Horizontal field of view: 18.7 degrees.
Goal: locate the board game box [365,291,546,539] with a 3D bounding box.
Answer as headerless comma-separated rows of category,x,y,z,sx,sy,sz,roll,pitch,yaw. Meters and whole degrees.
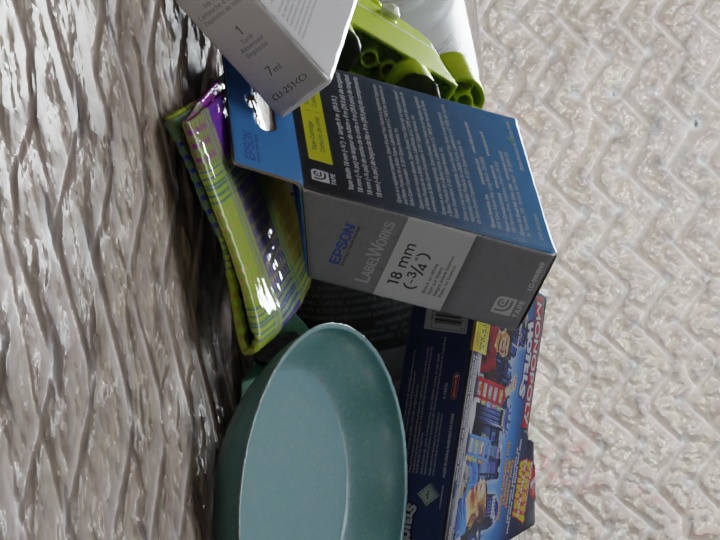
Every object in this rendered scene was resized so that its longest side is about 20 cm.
board game box,0.067,0.103,1.419,0.200,0.061,0.201,29,69,-69

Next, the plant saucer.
plant saucer,-0.032,0.129,1.238,0.200,0.036,0.201,-6,97,-63

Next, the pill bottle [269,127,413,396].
pill bottle,0.000,0.000,1.461,0.114,0.113,0.201,-72,155,-71

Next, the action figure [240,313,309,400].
action figure,-0.014,0.096,1.365,0.200,0.054,0.119,39,55,-59

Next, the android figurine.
android figurine,0.000,-0.159,1.464,0.041,0.181,0.200,-57,-164,15

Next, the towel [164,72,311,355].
towel,-0.067,-0.039,1.259,0.200,0.023,0.144,-67,139,-75

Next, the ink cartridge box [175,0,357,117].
ink cartridge box,-0.072,-0.206,1.282,0.176,0.045,0.200,49,25,-19

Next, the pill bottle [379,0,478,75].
pill bottle,0.033,-0.216,1.858,0.200,0.114,0.115,72,14,-55

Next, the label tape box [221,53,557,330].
label tape box,0.004,-0.053,1.287,0.145,0.199,0.064,-100,-150,-53
